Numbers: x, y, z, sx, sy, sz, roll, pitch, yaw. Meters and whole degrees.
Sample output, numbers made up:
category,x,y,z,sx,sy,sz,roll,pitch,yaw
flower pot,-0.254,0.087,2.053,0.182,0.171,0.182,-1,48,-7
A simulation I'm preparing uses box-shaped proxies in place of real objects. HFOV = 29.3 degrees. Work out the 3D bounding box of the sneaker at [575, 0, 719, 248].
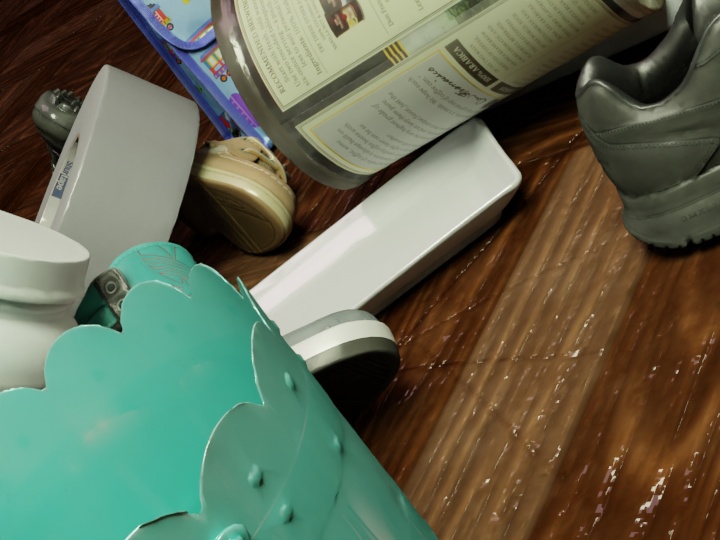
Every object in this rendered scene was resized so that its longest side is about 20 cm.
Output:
category,x,y,z,sx,sy,sz,roll,pitch,yaw
sneaker,0.175,-0.089,0.541,0.199,0.091,0.076,-32,23,18

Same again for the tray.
category,x,y,z,sx,sy,sz,roll,pitch,yaw
tray,0.000,0.000,0.739,0.199,0.022,0.108,-38,23,8

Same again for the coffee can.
category,x,y,z,sx,sy,sz,roll,pitch,yaw
coffee can,0.040,-0.153,0.737,0.199,0.147,0.147,-27,26,27

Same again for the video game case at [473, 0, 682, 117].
category,x,y,z,sx,sy,sz,roll,pitch,yaw
video game case,0.127,-0.172,0.845,0.199,0.023,0.183,-21,31,39

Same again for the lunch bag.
category,x,y,z,sx,sy,sz,roll,pitch,yaw
lunch bag,-0.094,-0.214,1.032,0.151,0.200,0.094,-45,23,-10

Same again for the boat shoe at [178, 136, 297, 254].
category,x,y,z,sx,sy,sz,roll,pitch,yaw
boat shoe,-0.083,-0.061,0.912,0.065,0.071,0.200,-47,23,-13

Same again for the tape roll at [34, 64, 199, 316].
category,x,y,z,sx,sy,sz,roll,pitch,yaw
tape roll,-0.170,-0.027,0.888,0.201,0.065,0.202,-57,21,36

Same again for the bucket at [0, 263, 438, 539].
category,x,y,z,sx,sy,sz,roll,pitch,yaw
bucket,-0.075,0.114,0.508,0.206,0.135,0.208,-34,23,16

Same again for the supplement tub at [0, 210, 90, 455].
category,x,y,z,sx,sy,sz,roll,pitch,yaw
supplement tub,-0.210,0.072,0.634,0.145,0.144,0.202,33,107,66

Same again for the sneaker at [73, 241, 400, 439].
category,x,y,z,sx,sy,sz,roll,pitch,yaw
sneaker,-0.072,0.035,0.665,0.199,0.083,0.122,-30,62,29

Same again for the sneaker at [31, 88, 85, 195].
category,x,y,z,sx,sy,sz,roll,pitch,yaw
sneaker,-0.207,-0.070,1.049,0.091,0.066,0.200,-55,-14,-4
